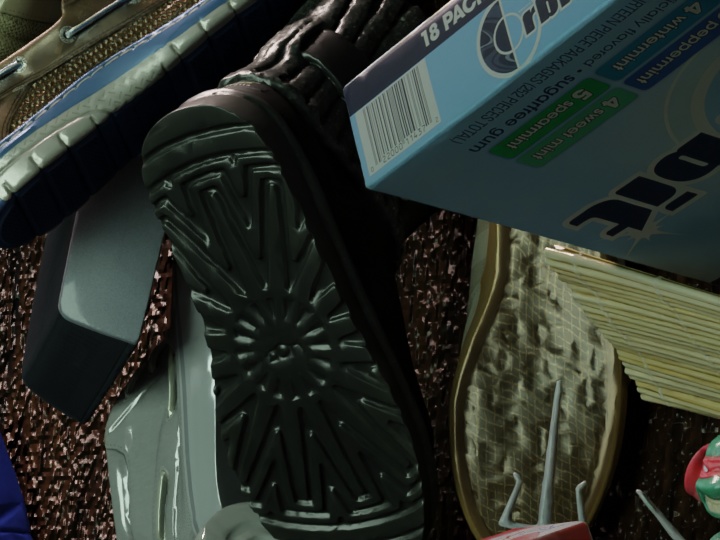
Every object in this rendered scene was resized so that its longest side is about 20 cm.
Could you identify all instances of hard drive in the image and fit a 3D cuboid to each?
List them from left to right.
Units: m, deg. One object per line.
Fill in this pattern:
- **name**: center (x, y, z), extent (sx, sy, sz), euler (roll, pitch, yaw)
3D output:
- **hard drive**: center (-0.105, -0.045, 1.253), extent (0.135, 0.042, 0.201), euler (130, 153, -65)

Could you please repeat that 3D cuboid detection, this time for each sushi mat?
- **sushi mat**: center (0.151, 0.040, 0.975), extent (0.200, 0.096, 0.012), euler (18, 64, 49)

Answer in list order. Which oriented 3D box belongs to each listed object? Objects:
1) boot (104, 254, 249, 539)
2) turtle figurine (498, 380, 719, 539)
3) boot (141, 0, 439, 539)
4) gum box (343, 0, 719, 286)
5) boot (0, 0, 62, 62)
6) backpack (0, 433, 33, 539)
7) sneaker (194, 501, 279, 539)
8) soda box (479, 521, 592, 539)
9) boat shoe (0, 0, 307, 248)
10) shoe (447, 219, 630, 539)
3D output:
- **boot**: center (-0.075, 0.035, 1.240), extent (0.095, 0.073, 0.201), euler (-17, 65, 45)
- **turtle figurine**: center (0.128, 0.130, 0.970), extent (0.150, 0.100, 0.201), euler (-12, 88, 64)
- **boot**: center (0.002, -0.001, 1.128), extent (0.079, 0.158, 0.212), euler (-8, 107, 28)
- **gum box**: center (0.124, -0.065, 0.947), extent (0.170, 0.199, 0.045), euler (-36, 55, 36)
- **boot**: center (-0.129, -0.171, 1.297), extent (0.200, 0.072, 0.156), euler (-69, -1, -71)
- **backpack**: center (-0.270, 0.171, 1.356), extent (0.200, 0.162, 0.169), euler (-35, 60, 36)
- **sneaker**: center (-0.005, 0.199, 1.135), extent (0.200, 0.080, 0.147), euler (38, 134, 26)
- **soda box**: center (0.064, 0.189, 0.946), extent (0.063, 0.070, 0.201), euler (159, 95, -70)
- **boat shoe**: center (-0.093, -0.097, 1.167), extent (0.200, 0.072, 0.072), euler (-37, 71, -14)
- **shoe**: center (0.074, 0.015, 1.102), extent (0.070, 0.053, 0.201), euler (3, 85, 15)
